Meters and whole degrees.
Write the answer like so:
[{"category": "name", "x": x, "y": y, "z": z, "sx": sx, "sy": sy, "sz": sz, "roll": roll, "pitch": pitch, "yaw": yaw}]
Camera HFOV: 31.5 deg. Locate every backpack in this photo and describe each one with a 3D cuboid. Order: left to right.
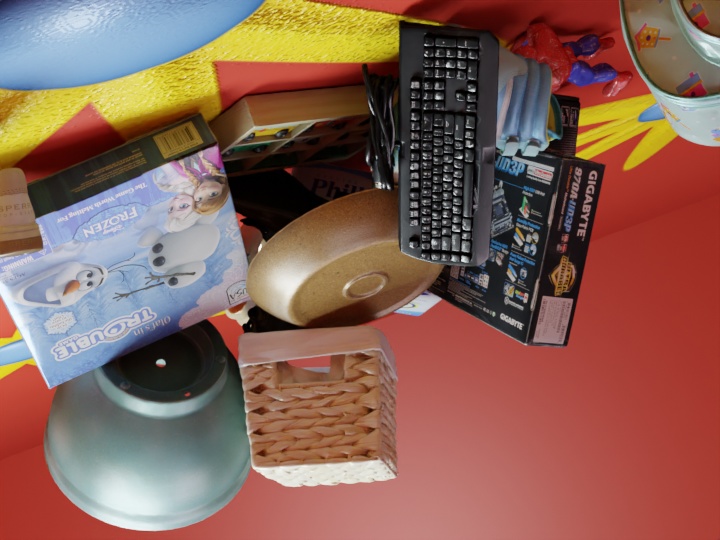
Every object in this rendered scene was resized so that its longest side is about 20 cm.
[{"category": "backpack", "x": 0.286, "y": -0.192, "z": 0.917, "sx": 0.199, "sy": 0.177, "sz": 0.153, "roll": -22, "pitch": 155, "yaw": 27}]

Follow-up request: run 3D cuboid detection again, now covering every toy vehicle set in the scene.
[{"category": "toy vehicle set", "x": -0.052, "y": -0.121, "z": 1.104, "sx": 0.199, "sy": 0.027, "sz": 0.124, "roll": -13, "pitch": 170, "yaw": -41}]

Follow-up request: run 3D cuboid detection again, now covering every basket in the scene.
[{"category": "basket", "x": -0.034, "y": 0.134, "z": 1.206, "sx": 0.134, "sy": 0.124, "sz": 0.200, "roll": -4, "pitch": 165, "yaw": 5}]

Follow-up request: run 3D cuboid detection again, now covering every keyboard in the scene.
[{"category": "keyboard", "x": 0.050, "y": -0.088, "z": 0.975, "sx": 0.103, "sy": 0.201, "sz": 0.040, "roll": 8, "pitch": -147, "yaw": 14}]

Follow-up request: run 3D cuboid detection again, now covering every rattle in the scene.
[{"category": "rattle", "x": -0.167, "y": 0.004, "z": 1.434, "sx": 0.142, "sy": 0.131, "sz": 0.200, "roll": 20, "pitch": -161, "yaw": 8}]

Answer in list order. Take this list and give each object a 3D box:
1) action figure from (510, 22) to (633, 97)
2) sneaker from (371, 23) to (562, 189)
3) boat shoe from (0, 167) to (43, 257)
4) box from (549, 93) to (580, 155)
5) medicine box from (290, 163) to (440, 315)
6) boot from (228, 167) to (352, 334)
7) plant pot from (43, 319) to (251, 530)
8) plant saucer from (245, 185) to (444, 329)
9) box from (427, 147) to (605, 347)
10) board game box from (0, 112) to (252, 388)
[{"category": "action figure", "x": 0.164, "y": -0.172, "z": 1.139, "sx": 0.099, "sy": 0.066, "sz": 0.200, "roll": -34, "pitch": 167, "yaw": 27}, {"category": "sneaker", "x": 0.092, "y": -0.108, "z": 1.060, "sx": 0.130, "sy": 0.080, "sz": 0.200, "roll": 14, "pitch": 146, "yaw": -15}, {"category": "boat shoe", "x": -0.306, "y": -0.039, "z": 0.903, "sx": 0.199, "sy": 0.066, "sz": 0.072, "roll": -2, "pitch": -172, "yaw": 34}, {"category": "box", "x": 0.164, "y": -0.083, "z": 1.300, "sx": 0.047, "sy": 0.202, "sz": 0.193, "roll": 8, "pitch": -173, "yaw": 27}, {"category": "medicine box", "x": 0.003, "y": -0.030, "z": 1.338, "sx": 0.181, "sy": 0.104, "sz": 0.200, "roll": 10, "pitch": 168, "yaw": -7}, {"category": "boot", "x": -0.076, "y": -0.001, "z": 1.193, "sx": 0.199, "sy": 0.069, "sz": 0.175, "roll": 18, "pitch": 125, "yaw": -12}, {"category": "plant pot", "x": -0.187, "y": 0.117, "z": 1.172, "sx": 0.199, "sy": 0.201, "sz": 0.135, "roll": -15, "pitch": 142, "yaw": -29}, {"category": "plant saucer", "x": 0.000, "y": 0.000, "z": 1.111, "sx": 0.199, "sy": 0.036, "sz": 0.201, "roll": -17, "pitch": 152, "yaw": -9}, {"category": "box", "x": 0.127, "y": -0.036, "z": 1.131, "sx": 0.046, "sy": 0.160, "sz": 0.200, "roll": 5, "pitch": -169, "yaw": -27}, {"category": "board game box", "x": -0.195, "y": -0.011, "z": 1.042, "sx": 0.199, "sy": 0.044, "sz": 0.200, "roll": -25, "pitch": 145, "yaw": -12}]
